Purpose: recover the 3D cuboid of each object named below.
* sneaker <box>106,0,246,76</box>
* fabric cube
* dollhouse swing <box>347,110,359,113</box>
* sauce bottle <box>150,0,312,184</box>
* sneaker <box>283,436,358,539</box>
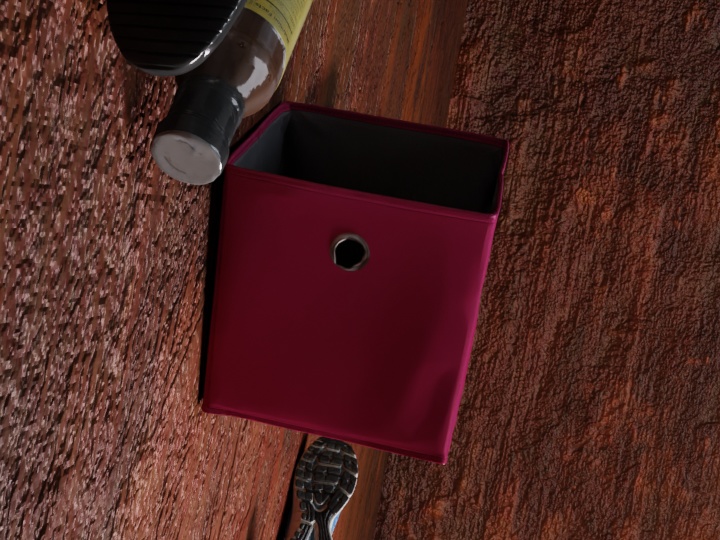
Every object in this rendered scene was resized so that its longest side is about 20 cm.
[{"bbox_3d":[-0.068,-0.178,0.544,0.089,0.074,0.201,70,31,-72],"label":"sneaker"},{"bbox_3d":[0.000,0.000,0.853,0.200,0.195,0.201,-65,166,-66],"label":"fabric cube"},{"bbox_3d":[0.017,-0.034,1.102,0.176,0.181,0.200,-61,179,21],"label":"dollhouse swing"},{"bbox_3d":[-0.071,-0.134,0.632,0.065,0.064,0.201,91,13,-52],"label":"sauce bottle"},{"bbox_3d":[-0.063,0.302,1.358,0.090,0.078,0.201,127,-17,-62],"label":"sneaker"}]
